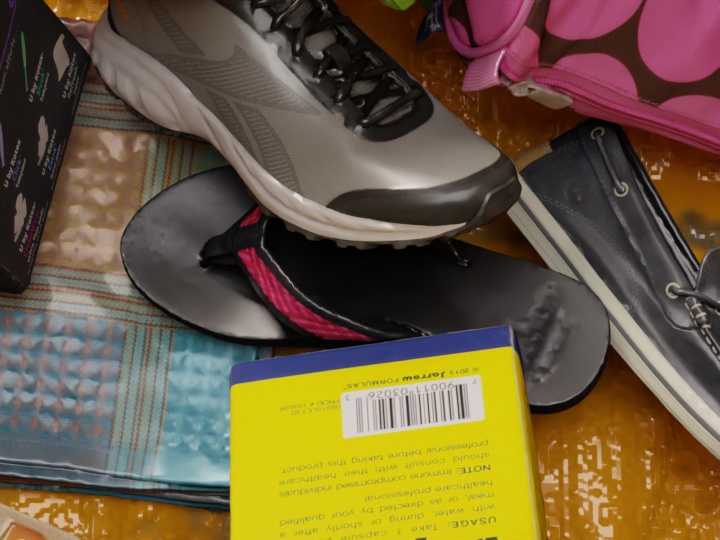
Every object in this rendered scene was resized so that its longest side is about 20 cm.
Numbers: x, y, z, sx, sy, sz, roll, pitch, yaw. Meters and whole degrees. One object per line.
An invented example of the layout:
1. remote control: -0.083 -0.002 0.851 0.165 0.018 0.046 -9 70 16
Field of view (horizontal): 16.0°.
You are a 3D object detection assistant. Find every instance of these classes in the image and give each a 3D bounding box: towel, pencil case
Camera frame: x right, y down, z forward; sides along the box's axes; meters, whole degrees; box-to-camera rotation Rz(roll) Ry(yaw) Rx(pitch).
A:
1. towel: -0.104 -0.008 1.030 0.146 0.022 0.201 5 72 -2
2. pencil case: 0.128 -0.090 1.000 0.199 0.091 0.094 15 66 -26

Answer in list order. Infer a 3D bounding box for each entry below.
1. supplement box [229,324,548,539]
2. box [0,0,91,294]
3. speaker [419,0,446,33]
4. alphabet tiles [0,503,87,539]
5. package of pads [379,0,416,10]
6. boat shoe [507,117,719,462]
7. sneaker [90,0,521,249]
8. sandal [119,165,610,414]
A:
1. supplement box: 0.015 0.129 0.894 0.109 0.109 0.200 -8 39 4
2. box: -0.197 -0.079 0.943 0.122 0.200 0.106 8 72 18
3. speaker: 0.111 -0.172 1.059 0.200 0.088 0.089 -30 76 -11
4. alphabet tiles: -0.091 0.169 0.781 0.199 0.008 0.168 21 71 12
5. package of pads: 0.035 -0.202 0.978 0.200 0.154 0.068 -48 116 -2
6. boat shoe: 0.133 0.020 1.004 0.062 0.075 0.200 -40 73 7
7. sneaker: -0.024 -0.073 0.972 0.200 0.080 0.074 32 41 26
8. sandal: 0.000 0.000 0.985 0.199 0.045 0.075 15 73 17
